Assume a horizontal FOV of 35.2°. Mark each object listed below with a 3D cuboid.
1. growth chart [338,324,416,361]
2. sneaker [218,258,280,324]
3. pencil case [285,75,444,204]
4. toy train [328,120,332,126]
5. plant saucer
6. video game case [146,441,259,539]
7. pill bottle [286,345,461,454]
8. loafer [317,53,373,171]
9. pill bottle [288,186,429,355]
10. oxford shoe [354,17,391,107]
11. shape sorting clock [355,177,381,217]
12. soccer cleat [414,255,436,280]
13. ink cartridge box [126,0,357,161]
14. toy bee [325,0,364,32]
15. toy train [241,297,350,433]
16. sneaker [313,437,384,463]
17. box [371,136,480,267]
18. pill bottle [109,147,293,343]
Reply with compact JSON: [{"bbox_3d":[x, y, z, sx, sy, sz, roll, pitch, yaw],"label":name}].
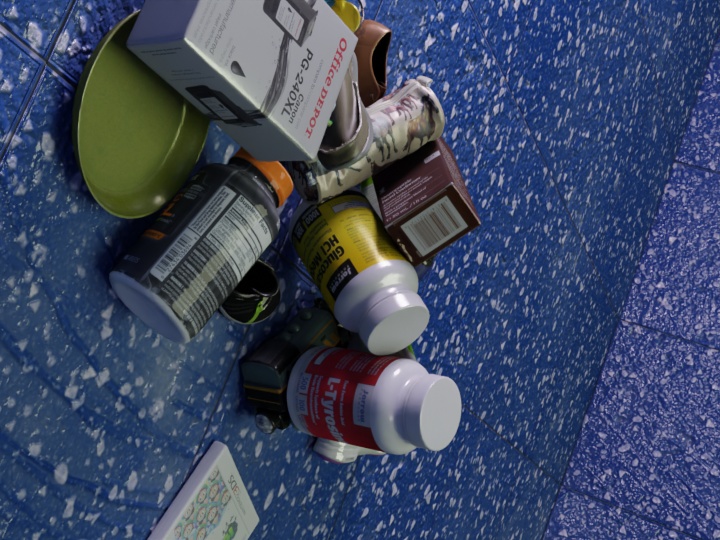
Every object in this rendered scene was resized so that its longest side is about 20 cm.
[{"bbox_3d":[0.018,0.099,1.480,0.018,0.200,0.147,-10,76,-25],"label":"growth chart"},{"bbox_3d":[-0.126,0.022,1.287,0.073,0.082,0.200,-68,155,-8],"label":"sneaker"},{"bbox_3d":[0.006,-0.158,1.360,0.198,0.078,0.090,-30,141,-14],"label":"pencil case"},{"bbox_3d":[-0.096,-0.209,1.172,0.200,0.042,0.057,40,76,-37],"label":"toy train"},{"bbox_3d":[-0.208,-0.151,1.069,0.200,0.031,0.202,-44,143,-47],"label":"plant saucer"},{"bbox_3d":[-0.203,0.341,1.400,0.201,0.023,0.183,-56,150,-32],"label":"video game case"},{"bbox_3d":[0.017,0.156,1.357,0.112,0.198,0.114,-8,100,-50],"label":"pill bottle"},{"bbox_3d":[-0.036,-0.198,1.287,0.070,0.074,0.202,50,22,-48],"label":"loafer"},{"bbox_3d":[0.000,0.000,1.374,0.111,0.201,0.113,-22,145,-17],"label":"pill bottle"},{"bbox_3d":[-0.006,-0.210,1.408,0.071,0.070,0.203,-19,124,-62],"label":"oxford shoe"},{"bbox_3d":[0.021,-0.112,1.559,0.199,0.039,0.203,-34,133,-47],"label":"shape sorting clock"},{"bbox_3d":[0.051,-0.039,1.497,0.084,0.064,0.201,-46,-161,17],"label":"soccer cleat"},{"bbox_3d":[-0.102,-0.213,1.063,0.200,0.083,0.147,39,63,-45],"label":"ink cartridge box"},{"bbox_3d":[-0.013,-0.315,1.172,0.200,0.108,0.133,-39,113,-56],"label":"toy bee"},{"bbox_3d":[-0.077,0.120,1.461,0.200,0.084,0.115,-45,134,-46],"label":"toy train"},{"bbox_3d":[0.005,0.228,1.700,0.199,0.074,0.101,-4,111,-64],"label":"sneaker"},{"bbox_3d":[0.075,-0.102,1.405,0.075,0.100,0.201,51,13,-27],"label":"box"},{"bbox_3d":[-0.152,-0.034,1.144,0.201,0.105,0.107,-52,149,-23],"label":"pill bottle"}]
